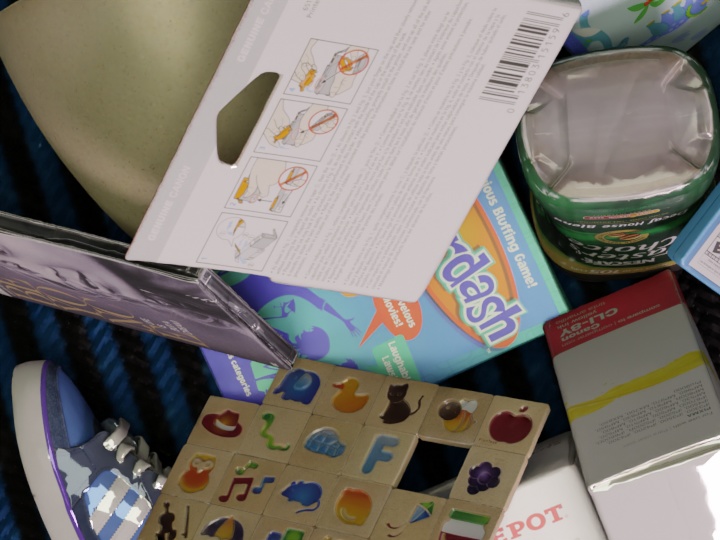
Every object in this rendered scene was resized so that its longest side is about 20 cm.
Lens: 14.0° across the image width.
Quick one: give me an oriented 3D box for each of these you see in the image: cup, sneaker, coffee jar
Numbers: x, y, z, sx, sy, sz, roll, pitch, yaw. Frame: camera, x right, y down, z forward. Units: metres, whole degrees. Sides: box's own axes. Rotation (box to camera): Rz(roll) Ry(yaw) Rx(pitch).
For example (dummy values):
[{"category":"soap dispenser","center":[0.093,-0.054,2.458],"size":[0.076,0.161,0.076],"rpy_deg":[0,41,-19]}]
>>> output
[{"category":"cup","center":[-0.083,-0.090,1.568],"size":[0.200,0.200,0.143],"rpy_deg":[-16,87,5]},{"category":"sneaker","center":[-0.100,0.127,1.657],"size":[0.146,0.081,0.200],"rpy_deg":[-18,95,6]},{"category":"coffee jar","center":[0.139,-0.052,1.566],"size":[0.104,0.200,0.085],"rpy_deg":[-8,77,5]}]

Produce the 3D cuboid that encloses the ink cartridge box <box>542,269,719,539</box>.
[{"category":"ink cartridge box","center":[0.168,0.112,1.560],"size":[0.083,0.200,0.145],"rpy_deg":[-21,113,6]}]

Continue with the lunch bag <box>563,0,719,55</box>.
[{"category":"lunch bag","center":[0.152,-0.194,1.546],"size":[0.170,0.200,0.127],"rpy_deg":[-40,79,7]}]

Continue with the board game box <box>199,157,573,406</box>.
[{"category":"board game box","center":[0.000,0.000,1.656],"size":[0.200,0.045,0.152],"rpy_deg":[-25,93,6]}]

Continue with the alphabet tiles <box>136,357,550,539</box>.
[{"category":"alphabet tiles","center":[-0.017,0.125,1.569],"size":[0.200,0.008,0.167],"rpy_deg":[9,58,30]}]

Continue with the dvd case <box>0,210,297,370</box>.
[{"category":"dvd case","center":[-0.147,0.004,1.589],"size":[0.200,0.149,0.016],"rpy_deg":[15,76,23]}]

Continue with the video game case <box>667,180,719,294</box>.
[{"category":"video game case","center":[0.265,-0.055,1.526],"size":[0.143,0.018,0.200],"rpy_deg":[33,97,-36]}]

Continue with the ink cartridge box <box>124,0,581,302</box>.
[{"category":"ink cartridge box","center":[-0.009,-0.078,1.459],"size":[0.173,0.044,0.200],"rpy_deg":[9,127,-28]}]

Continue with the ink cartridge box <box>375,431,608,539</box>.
[{"category":"ink cartridge box","center":[0.089,0.212,1.618],"size":[0.147,0.146,0.200],"rpy_deg":[-23,92,6]}]
